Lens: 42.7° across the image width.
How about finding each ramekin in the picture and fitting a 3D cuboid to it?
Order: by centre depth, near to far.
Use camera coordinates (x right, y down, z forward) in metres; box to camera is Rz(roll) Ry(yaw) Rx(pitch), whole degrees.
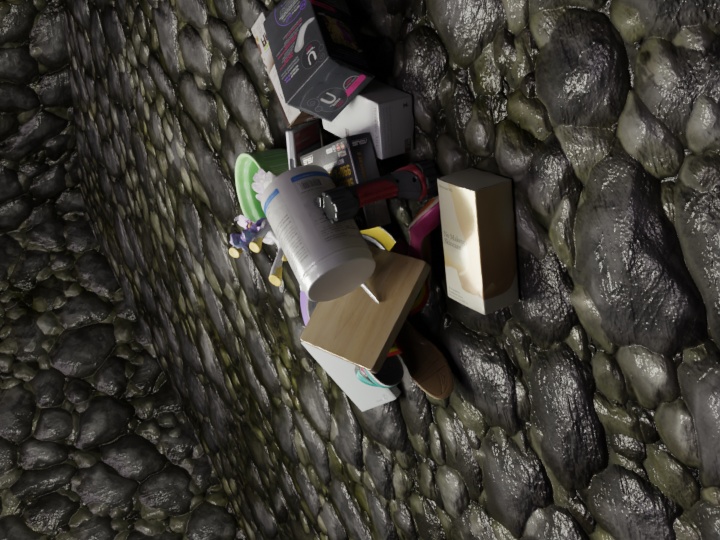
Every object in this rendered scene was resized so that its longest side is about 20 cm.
[{"bbox_3d":[-0.190,-0.172,2.024,0.200,0.097,0.201,42,142,45],"label":"ramekin"}]

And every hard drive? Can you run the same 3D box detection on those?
[{"bbox_3d":[-0.021,0.200,1.904,0.200,0.026,0.132,49,141,-9],"label":"hard drive"}]

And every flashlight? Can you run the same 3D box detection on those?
[{"bbox_3d":[0.035,-0.125,1.493,0.068,0.199,0.068,66,153,7],"label":"flashlight"}]

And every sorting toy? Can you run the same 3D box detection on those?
[{"bbox_3d":[0.020,0.068,1.582,0.198,0.201,0.070,17,166,48],"label":"sorting toy"}]

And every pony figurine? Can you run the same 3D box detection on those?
[{"bbox_3d":[-0.178,-0.081,1.860,0.192,0.200,0.167,33,131,6],"label":"pony figurine"}]

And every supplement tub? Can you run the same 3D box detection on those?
[{"bbox_3d":[-0.073,-0.064,1.539,0.201,0.131,0.132,63,153,23],"label":"supplement tub"}]

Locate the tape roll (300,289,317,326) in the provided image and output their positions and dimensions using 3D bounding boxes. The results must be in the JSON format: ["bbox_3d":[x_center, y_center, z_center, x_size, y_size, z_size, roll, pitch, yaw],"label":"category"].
[{"bbox_3d":[-0.056,0.103,1.982,0.200,0.065,0.201,41,141,45],"label":"tape roll"}]

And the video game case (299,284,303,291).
[{"bbox_3d":[-0.087,-0.084,1.806,0.023,0.200,0.183,2,116,18],"label":"video game case"}]

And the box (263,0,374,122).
[{"bbox_3d":[-0.073,-0.373,1.554,0.122,0.106,0.201,-41,51,34],"label":"box"}]

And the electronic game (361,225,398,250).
[{"bbox_3d":[0.000,0.000,1.724,0.199,0.042,0.201,5,102,23],"label":"electronic game"}]

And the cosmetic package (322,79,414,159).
[{"bbox_3d":[0.009,-0.273,1.593,0.200,0.074,0.102,37,138,51],"label":"cosmetic package"}]

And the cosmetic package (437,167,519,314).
[{"bbox_3d":[0.180,-0.046,1.406,0.105,0.071,0.201,26,130,56],"label":"cosmetic package"}]

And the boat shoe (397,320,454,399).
[{"bbox_3d":[0.111,0.160,1.701,0.200,0.072,0.065,48,-177,32],"label":"boat shoe"}]

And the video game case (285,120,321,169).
[{"bbox_3d":[-0.104,-0.188,1.804,0.017,0.143,0.201,2,109,18],"label":"video game case"}]

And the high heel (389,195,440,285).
[{"bbox_3d":[0.119,-0.046,1.562,0.096,0.067,0.200,38,136,1],"label":"high heel"}]

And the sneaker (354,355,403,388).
[{"bbox_3d":[0.008,0.140,1.714,0.200,0.083,0.121,55,167,14],"label":"sneaker"}]

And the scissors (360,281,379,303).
[{"bbox_3d":[-0.020,-0.010,1.589,0.200,0.014,0.074,32,114,50],"label":"scissors"}]

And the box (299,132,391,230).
[{"bbox_3d":[-0.030,-0.144,1.613,0.200,0.048,0.159,-6,99,64],"label":"box"}]

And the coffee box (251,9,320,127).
[{"bbox_3d":[-0.110,-0.382,1.707,0.080,0.113,0.201,-28,81,64],"label":"coffee box"}]

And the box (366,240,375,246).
[{"bbox_3d":[0.001,0.014,1.804,0.082,0.068,0.201,-10,97,64],"label":"box"}]
